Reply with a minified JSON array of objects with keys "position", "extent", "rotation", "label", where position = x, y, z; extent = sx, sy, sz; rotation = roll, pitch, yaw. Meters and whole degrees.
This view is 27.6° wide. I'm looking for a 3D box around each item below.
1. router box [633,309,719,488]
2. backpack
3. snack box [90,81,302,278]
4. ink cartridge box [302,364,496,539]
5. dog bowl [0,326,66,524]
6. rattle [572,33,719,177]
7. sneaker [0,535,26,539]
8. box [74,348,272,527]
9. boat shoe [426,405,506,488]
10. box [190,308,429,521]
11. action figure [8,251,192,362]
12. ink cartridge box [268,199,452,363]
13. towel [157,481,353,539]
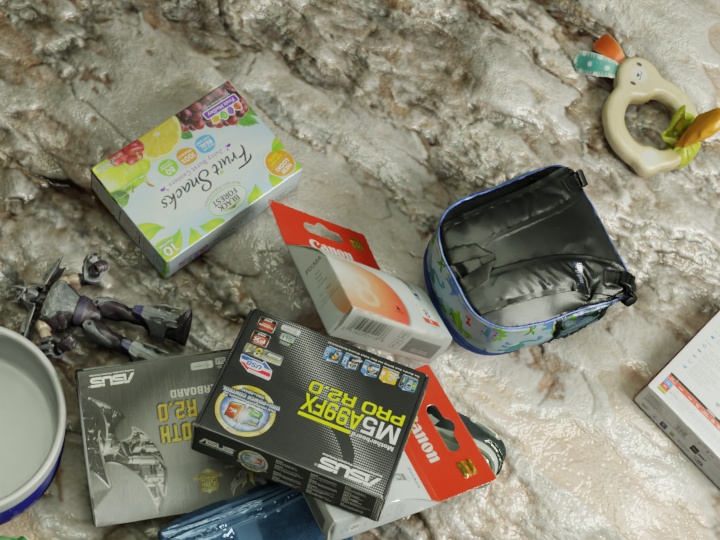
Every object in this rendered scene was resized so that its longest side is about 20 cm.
[{"position":[0.444,0.156,1.675],"extent":[0.179,0.049,0.200],"rotation":[-39,79,-24],"label":"router box"},{"position":[0.171,0.001,1.633],"extent":[0.198,0.147,0.185],"rotation":[-17,71,-22],"label":"backpack"},{"position":[-0.185,-0.105,1.660],"extent":[0.199,0.053,0.143],"rotation":[-37,79,-24],"label":"snack box"},{"position":[0.022,0.171,1.488],"extent":[0.198,0.048,0.161],"rotation":[-16,55,-22],"label":"ink cartridge box"},{"position":[-0.398,0.158,1.483],"extent":[0.197,0.079,0.203],"rotation":[5,66,-10],"label":"dog bowl"},{"position":[0.348,-0.226,1.782],"extent":[0.129,0.143,0.202],"rotation":[-20,77,0],"label":"rattle"},{"position":[-0.366,0.292,1.436],"extent":[0.198,0.074,0.084],"rotation":[31,66,-7],"label":"sneaker"},{"position":[-0.188,0.168,1.509],"extent":[0.197,0.048,0.161],"rotation":[-6,89,-15],"label":"box"},{"position":[0.062,0.173,1.584],"extent":[0.198,0.076,0.060],"rotation":[28,25,12],"label":"boat shoe"},{"position":[-0.047,0.139,1.442],"extent":[0.198,0.045,0.161],"rotation":[21,48,5],"label":"box"},{"position":[-0.282,0.048,1.564],"extent":[0.197,0.070,0.132],"rotation":[19,69,1],"label":"action figure"},{"position":[0.000,0.000,1.579],"extent":[0.161,0.050,0.201],"rotation":[19,36,-44],"label":"ink cartridge box"},{"position":[-0.102,0.278,1.485],"extent":[0.198,0.048,0.113],"rotation":[-19,109,-20],"label":"towel"}]
